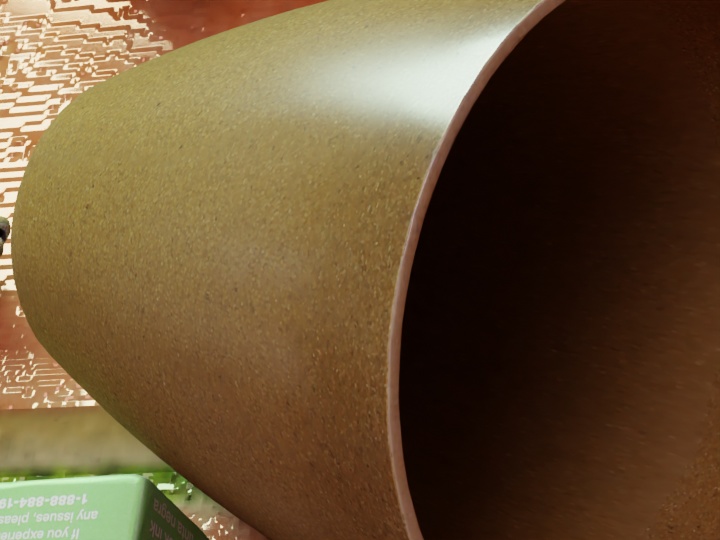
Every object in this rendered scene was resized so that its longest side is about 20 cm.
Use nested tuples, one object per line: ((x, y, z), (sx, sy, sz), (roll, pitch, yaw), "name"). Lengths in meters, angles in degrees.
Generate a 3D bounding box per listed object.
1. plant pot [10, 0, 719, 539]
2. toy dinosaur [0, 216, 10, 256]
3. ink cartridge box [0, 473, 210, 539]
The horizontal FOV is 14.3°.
((0.000, 0.000, 0.790), (0.199, 0.186, 0.187), (11, 66, 42), "plant pot")
((-0.198, 0.045, 0.921), (0.199, 0.058, 0.101), (-16, 41, 5), "toy dinosaur")
((-0.119, 0.166, 0.786), (0.144, 0.084, 0.201), (-5, 60, 20), "ink cartridge box")
